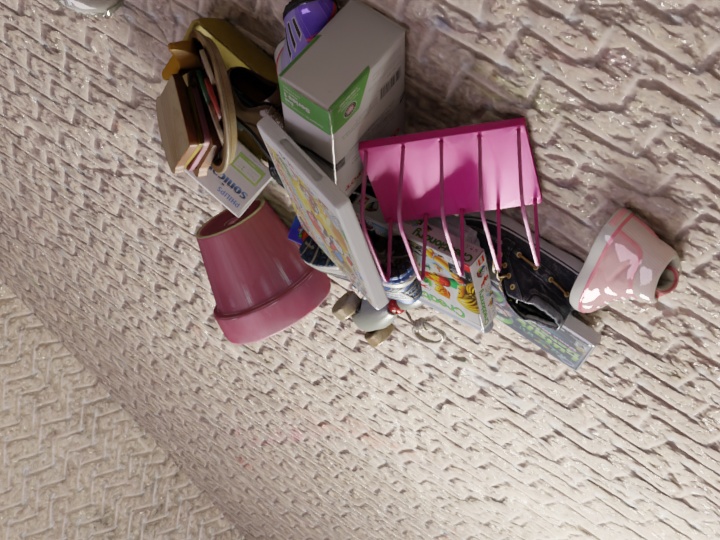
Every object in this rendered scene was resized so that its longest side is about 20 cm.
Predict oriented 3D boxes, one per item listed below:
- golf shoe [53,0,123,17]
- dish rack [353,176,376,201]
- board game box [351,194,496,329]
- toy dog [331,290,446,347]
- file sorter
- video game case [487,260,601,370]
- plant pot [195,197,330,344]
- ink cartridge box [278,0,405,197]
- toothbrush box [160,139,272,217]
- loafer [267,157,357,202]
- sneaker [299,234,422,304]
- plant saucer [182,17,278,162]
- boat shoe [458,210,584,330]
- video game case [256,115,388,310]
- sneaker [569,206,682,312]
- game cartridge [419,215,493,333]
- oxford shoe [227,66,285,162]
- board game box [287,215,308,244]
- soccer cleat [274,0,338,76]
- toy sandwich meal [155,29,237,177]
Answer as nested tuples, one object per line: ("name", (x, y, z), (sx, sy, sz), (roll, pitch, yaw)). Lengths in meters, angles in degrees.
("golf shoe", (-0.411, -0.429, 1.771), (0.199, 0.079, 0.097), (35, 151, 2))
("dish rack", (0.057, -0.070, 1.789), (0.152, 0.055, 0.201), (23, 154, 32))
("board game box", (0.080, -0.013, 1.649), (0.199, 0.035, 0.127), (27, 151, 33))
("toy dog", (0.051, 0.043, 1.999), (0.198, 0.097, 0.132), (-5, 132, 37))
("file sorter", (0.107, -0.072, 1.511), (0.197, 0.127, 0.140), (-7, 142, 14))
("video game case", (0.232, 0.062, 1.779), (0.199, 0.023, 0.182), (33, 169, 10))
("plant pot", (-0.170, -0.009, 2.085), (0.199, 0.199, 0.180), (1, 122, 55))
("ink cartridge box", (-0.018, -0.196, 1.538), (0.084, 0.146, 0.201), (34, 157, 18))
("toothbrush box", (-0.211, -0.162, 1.879), (0.145, 0.086, 0.200), (42, -179, -11))
("loafer", (-0.050, -0.122, 1.802), (0.070, 0.069, 0.200), (-20, 147, 26))
("sneaker", (0.000, 0.000, 1.664), (0.199, 0.077, 0.086), (21, 152, 42))
("plant saucer", (-0.159, -0.253, 1.765), (0.200, 0.049, 0.200), (40, 156, -7))
("boat shoe", (0.195, -0.004, 1.663), (0.199, 0.091, 0.071), (29, 156, 20))
("video game case", (-0.044, -0.067, 1.535), (0.182, 0.023, 0.201), (48, 168, 38))
("sneaker", (0.318, 0.014, 1.539), (0.104, 0.075, 0.201), (36, 154, 15))
("game cartridge", (0.107, -0.007, 1.703), (0.133, 0.040, 0.201), (30, 153, 35))
("oxford shoe", (-0.101, -0.189, 1.649), (0.199, 0.073, 0.085), (34, 155, 7))
("board game box", (0.009, -0.022, 1.873), (0.199, 0.045, 0.134), (24, -178, 37))
("soccer cleat", (-0.062, -0.266, 1.545), (0.200, 0.067, 0.074), (129, 132, -70))
("toy sandwich meal", (-0.218, -0.212, 1.670), (0.205, 0.069, 0.208), (167, 90, -72))
